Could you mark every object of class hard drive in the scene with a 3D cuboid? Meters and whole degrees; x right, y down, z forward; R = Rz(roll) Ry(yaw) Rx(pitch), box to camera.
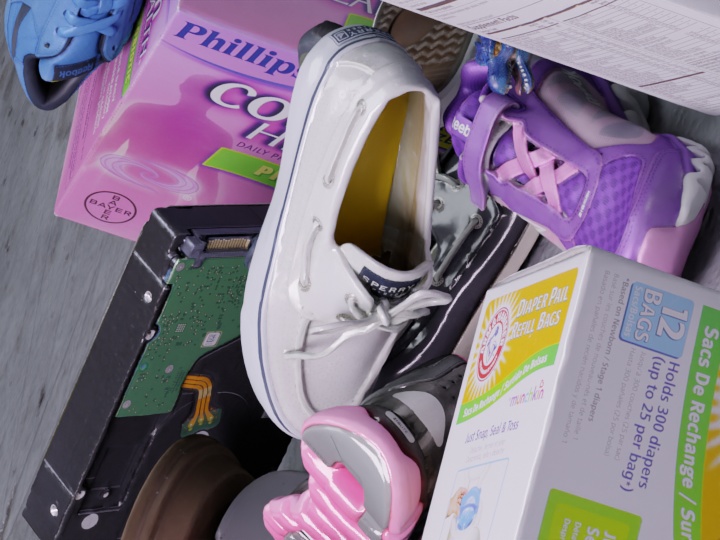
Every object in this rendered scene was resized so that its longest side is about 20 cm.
[{"bbox_3d":[-0.082,0.054,1.480,0.038,0.140,0.200,47,125,35],"label":"hard drive"}]

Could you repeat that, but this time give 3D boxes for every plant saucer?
[{"bbox_3d":[-0.084,0.183,1.452,0.200,0.029,0.200,6,-90,-72],"label":"plant saucer"}]

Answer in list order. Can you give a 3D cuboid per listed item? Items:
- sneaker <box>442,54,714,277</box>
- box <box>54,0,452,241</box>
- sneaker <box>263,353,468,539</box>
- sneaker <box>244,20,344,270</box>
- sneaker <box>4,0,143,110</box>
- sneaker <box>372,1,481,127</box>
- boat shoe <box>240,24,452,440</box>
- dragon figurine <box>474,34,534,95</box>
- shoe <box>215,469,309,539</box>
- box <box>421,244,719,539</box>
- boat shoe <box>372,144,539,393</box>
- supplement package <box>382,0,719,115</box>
[{"bbox_3d":[0.083,-0.041,1.184,0.200,0.088,0.081,-115,46,-66],"label":"sneaker"},{"bbox_3d":[-0.042,-0.089,1.503,0.200,0.176,0.097,128,155,-50],"label":"box"},{"bbox_3d":[0.016,0.097,1.323,0.095,0.079,0.200,-41,-9,-24],"label":"sneaker"},{"bbox_3d":[-0.013,-0.025,1.387,0.074,0.081,0.200,28,132,44],"label":"sneaker"},{"bbox_3d":[-0.130,-0.142,1.429,0.200,0.066,0.079,137,137,-60],"label":"sneaker"},{"bbox_3d":[0.060,-0.126,1.360,0.073,0.085,0.200,-22,36,30],"label":"sneaker"},{"bbox_3d":[0.004,-0.001,1.268,0.086,0.075,0.202,43,129,49],"label":"boat shoe"},{"bbox_3d":[0.102,-0.151,1.211,0.059,0.099,0.200,129,160,-52],"label":"dragon figurine"},{"bbox_3d":[-0.052,0.194,1.412,0.200,0.071,0.091,-80,8,-49],"label":"shoe"},{"bbox_3d":[0.084,0.106,0.964,0.101,0.112,0.200,154,133,-71],"label":"box"},{"bbox_3d":[0.043,-0.022,1.341,0.073,0.063,0.200,-104,37,-68],"label":"boat shoe"},{"bbox_3d":[0.094,-0.164,1.069,0.151,0.200,0.152,173,114,-73],"label":"supplement package"}]
